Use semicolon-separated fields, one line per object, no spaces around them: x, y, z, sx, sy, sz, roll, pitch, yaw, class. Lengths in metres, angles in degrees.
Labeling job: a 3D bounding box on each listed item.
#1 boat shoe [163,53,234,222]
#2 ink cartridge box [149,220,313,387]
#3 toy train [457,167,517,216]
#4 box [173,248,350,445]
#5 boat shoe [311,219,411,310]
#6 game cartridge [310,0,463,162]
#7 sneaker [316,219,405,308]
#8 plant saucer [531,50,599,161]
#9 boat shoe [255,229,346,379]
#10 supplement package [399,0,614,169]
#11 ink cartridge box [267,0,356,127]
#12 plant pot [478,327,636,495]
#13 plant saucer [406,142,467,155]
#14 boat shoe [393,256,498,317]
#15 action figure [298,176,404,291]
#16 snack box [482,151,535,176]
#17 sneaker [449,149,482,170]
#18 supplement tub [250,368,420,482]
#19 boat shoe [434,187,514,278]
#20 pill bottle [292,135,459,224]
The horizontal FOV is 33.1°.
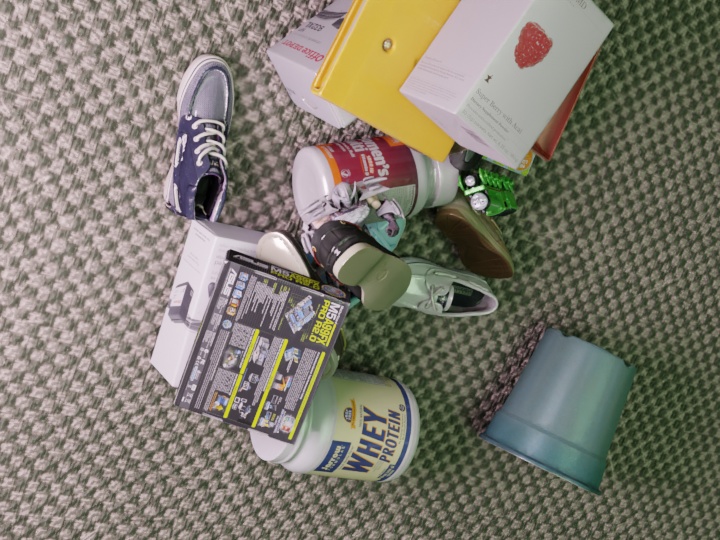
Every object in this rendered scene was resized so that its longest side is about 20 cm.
-0.181;-0.152;1.453;0.074;0.093;0.201;2;108;-30;boat shoe
-0.164;0.051;1.547;0.144;0.084;0.201;11;103;-33;ink cartridge box
0.175;-0.102;1.635;0.041;0.200;0.057;-18;85;18;toy train
-0.119;0.094;1.464;0.159;0.044;0.201;19;107;-9;box
0.005;-0.007;1.441;0.074;0.063;0.201;-45;153;4;boat shoe
0.060;-0.242;1.399;0.199;0.032;0.177;24;96;-37;game cartridge
0.000;0.000;1.620;0.200;0.082;0.074;-49;125;-4;sneaker
0.237;-0.262;1.578;0.200;0.037;0.201;21;94;-57;plant saucer
-0.071;0.036;1.508;0.201;0.071;0.060;68;29;-17;boat shoe
0.165;-0.240;1.370;0.121;0.120;0.201;35;89;-36;supplement package
0.008;-0.277;1.469;0.200;0.145;0.084;-38;123;-11;ink cartridge box
0.307;0.204;1.817;0.200;0.200;0.197;28;87;-34;plant pot
0.111;-0.241;1.516;0.032;0.200;0.201;27;95;-50;plant saucer
0.107;0.027;1.699;0.199;0.065;0.074;2;112;-30;boat shoe
-0.009;-0.041;1.490;0.129;0.070;0.201;-14;143;-5;action figure
0.203;-0.247;1.654;0.142;0.053;0.201;18;98;-32;snack box
0.122;-0.233;1.580;0.075;0.115;0.201;28;77;-63;sneaker
-0.035;0.206;1.643;0.199;0.145;0.146;12;103;-32;supplement tub
0.168;-0.053;1.698;0.200;0.071;0.065;48;48;-50;boat shoe
0.020;-0.117;1.569;0.199;0.109;0.110;-11;114;-26;pill bottle
